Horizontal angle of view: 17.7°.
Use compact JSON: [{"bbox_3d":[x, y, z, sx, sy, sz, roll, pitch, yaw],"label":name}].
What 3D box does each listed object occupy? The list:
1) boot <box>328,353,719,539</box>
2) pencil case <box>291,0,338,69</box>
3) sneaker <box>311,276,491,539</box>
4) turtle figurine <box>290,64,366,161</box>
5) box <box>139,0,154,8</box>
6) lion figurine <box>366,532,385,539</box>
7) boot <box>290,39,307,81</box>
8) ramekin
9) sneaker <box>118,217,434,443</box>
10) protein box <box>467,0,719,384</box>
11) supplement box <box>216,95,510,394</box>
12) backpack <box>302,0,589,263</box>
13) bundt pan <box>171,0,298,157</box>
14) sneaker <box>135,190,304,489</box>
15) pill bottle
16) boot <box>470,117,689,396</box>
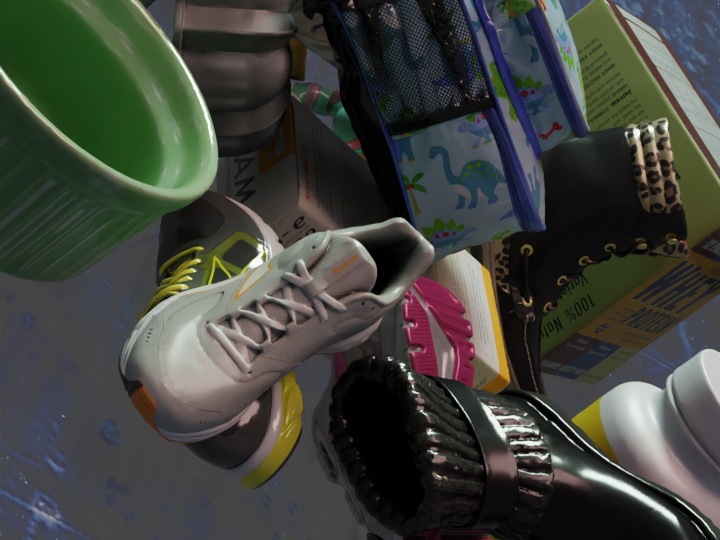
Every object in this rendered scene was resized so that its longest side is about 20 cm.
[{"bbox_3d":[0.088,0.127,1.228,0.211,0.080,0.157,37,13,37],"label":"boot"},{"bbox_3d":[0.008,-0.176,1.604,0.200,0.089,0.078,31,46,-47],"label":"pencil case"},{"bbox_3d":[0.020,0.109,1.349,0.081,0.088,0.201,23,58,-45],"label":"sneaker"},{"bbox_3d":[0.008,-0.075,1.589,0.200,0.100,0.150,25,39,-62],"label":"turtle figurine"},{"bbox_3d":[-0.198,-0.237,1.419,0.152,0.106,0.201,41,24,-24],"label":"box"},{"bbox_3d":[0.066,0.230,1.255,0.199,0.123,0.072,26,-1,-16],"label":"lion figurine"},{"bbox_3d":[-0.028,-0.234,1.632,0.188,0.068,0.202,6,92,-48],"label":"boot"},{"bbox_3d":[-0.180,-0.090,1.242,0.200,0.098,0.201,41,25,-23],"label":"ramekin"},{"bbox_3d":[-0.041,0.018,1.204,0.200,0.092,0.076,-32,86,-45],"label":"sneaker"},{"bbox_3d":[0.178,-0.056,1.736,0.135,0.198,0.201,15,41,-61],"label":"protein box"},{"bbox_3d":[0.000,0.000,1.479,0.200,0.073,0.126,41,24,-27],"label":"supplement box"},{"bbox_3d":[0.062,-0.116,1.425,0.183,0.146,0.201,-81,155,-73],"label":"backpack"},{"bbox_3d":[-0.077,-0.160,1.411,0.075,0.203,0.202,5,33,-4],"label":"bundt pan"},{"bbox_3d":[-0.085,0.023,1.280,0.084,0.074,0.201,30,31,-41],"label":"sneaker"},{"bbox_3d":[0.157,0.138,1.403,0.111,0.200,0.112,41,24,-23],"label":"pill bottle"},{"bbox_3d":[0.154,-0.008,1.608,0.073,0.149,0.202,-67,148,-82],"label":"boot"}]
